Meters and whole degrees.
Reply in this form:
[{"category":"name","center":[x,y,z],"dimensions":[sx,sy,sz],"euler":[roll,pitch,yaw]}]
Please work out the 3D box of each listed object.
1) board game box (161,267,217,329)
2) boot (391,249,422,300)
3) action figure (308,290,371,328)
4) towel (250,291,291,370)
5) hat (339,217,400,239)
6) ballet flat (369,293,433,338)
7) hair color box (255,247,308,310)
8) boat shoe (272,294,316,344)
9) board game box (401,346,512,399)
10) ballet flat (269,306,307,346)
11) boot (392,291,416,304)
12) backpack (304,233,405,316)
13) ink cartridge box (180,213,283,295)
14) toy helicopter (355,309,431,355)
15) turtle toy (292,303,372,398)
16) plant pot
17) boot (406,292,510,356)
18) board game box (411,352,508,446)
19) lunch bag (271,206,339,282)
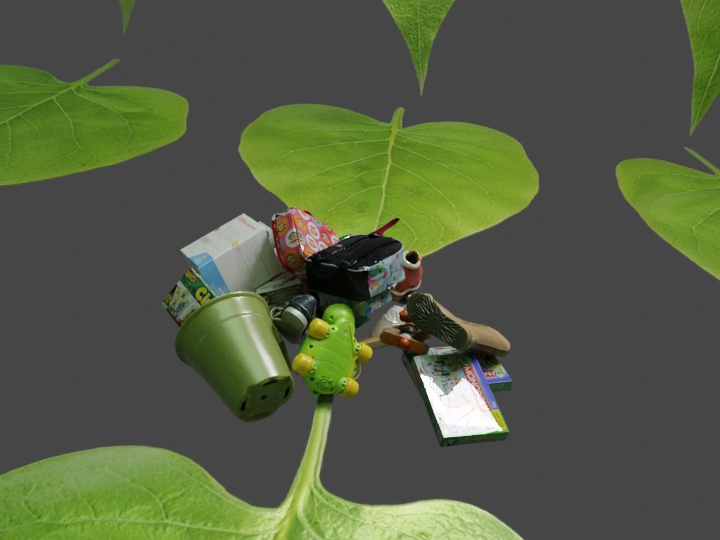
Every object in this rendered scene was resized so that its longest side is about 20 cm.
[{"category":"board game box","center":[-0.335,0.092,1.513],"dimensions":[0.200,0.105,0.023],"euler":[43,3,32]},{"category":"boot","center":[0.117,-0.005,1.689],"dimensions":[0.075,0.107,0.200],"euler":[33,22,8]},{"category":"action figure","center":[-0.079,0.080,1.674],"dimensions":[0.118,0.055,0.200],"euler":[-16,33,-30]},{"category":"towel","center":[-0.194,0.128,1.528],"dimensions":[0.018,0.086,0.200],"euler":[-21,37,-16]},{"category":"hat","center":[-0.035,-0.079,1.831],"dimensions":[0.199,0.177,0.166],"euler":[-8,32,-25]},{"category":"ballet flat","center":[0.099,0.102,1.645],"dimensions":[0.069,0.070,0.200],"euler":[30,37,35]},{"category":"hair color box","center":[-0.185,0.015,1.719],"dimensions":[0.110,0.064,0.200],"euler":[-14,29,4]},{"category":"boat shoe","center":[-0.132,0.095,1.460],"dimensions":[0.075,0.200,0.062],"euler":[39,67,4]},{"category":"board game box","center":[0.202,0.212,1.528],"dimensions":[0.199,0.029,0.135],"euler":[-3,30,-17]},{"category":"ballet flat","center":[-0.117,0.131,1.557],"dimensions":[0.199,0.070,0.069],"euler":[21,32,23]},{"category":"boot","center":[0.059,0.049,1.720],"dimensions":[0.146,0.071,0.200],"euler":[20,22,4]},{"category":"backpack","center":[0.000,0.000,1.544],"dimensions":[0.177,0.151,0.200],"euler":[12,33,34]},{"category":"ink cartridge box","center":[-0.283,-0.029,1.656],"dimensions":[0.200,0.126,0.128],"euler":[-32,34,-18]},{"category":"toy helicopter","center":[0.060,0.148,1.510],"dimensions":[0.199,0.079,0.132],"euler":[-13,14,-13]},{"category":"turtle toy","center":[-0.060,0.156,1.432],"dimensions":[0.145,0.101,0.201],"euler":[32,67,-21]},{"category":"plant pot","center":[-0.221,0.176,1.359],"dimensions":[0.199,0.201,0.190],"euler":[-13,48,-32]},{"category":"boot","center":[0.205,0.121,1.517],"dimensions":[0.175,0.066,0.200],"euler":[42,15,32]},{"category":"board game box","center":[0.190,0.247,1.408],"dimensions":[0.134,0.029,0.200],"euler":[-3,42,-16]},{"category":"lunch bag","center":[-0.116,-0.062,1.653],"dimensions":[0.200,0.082,0.177],"euler":[29,39,-52]}]
